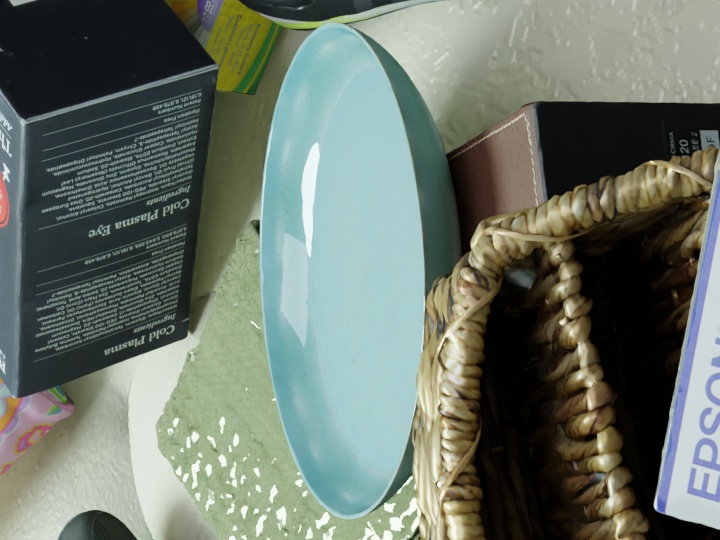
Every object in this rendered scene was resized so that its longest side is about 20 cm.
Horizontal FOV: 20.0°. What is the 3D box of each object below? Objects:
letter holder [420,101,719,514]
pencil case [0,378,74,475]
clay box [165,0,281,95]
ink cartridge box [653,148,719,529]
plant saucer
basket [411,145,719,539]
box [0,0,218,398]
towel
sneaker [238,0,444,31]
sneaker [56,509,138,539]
[{"bbox_3d":[0.088,0.051,0.785,0.142,0.100,0.202,153,114,-64],"label":"letter holder"},{"bbox_3d":[-0.250,0.111,1.109,0.200,0.087,0.087,-44,52,2],"label":"pencil case"},{"bbox_3d":[-0.071,-0.179,1.011,0.115,0.047,0.201,45,120,40],"label":"clay box"},{"bbox_3d":[0.189,-0.007,0.524,0.199,0.047,0.200,15,100,33],"label":"ink cartridge box"},{"bbox_3d":[0.000,0.000,0.839,0.200,0.027,0.202,178,90,-71],"label":"plant saucer"},{"bbox_3d":[0.097,0.071,0.624,0.149,0.141,0.202,141,118,-75],"label":"basket"},{"bbox_3d":[-0.168,-0.077,1.017,0.200,0.103,0.183,50,147,34],"label":"box"},{"bbox_3d":[-0.020,0.085,0.947,0.200,0.036,0.149,46,120,38],"label":"towel"},{"bbox_3d":[0.010,-0.150,0.890,0.199,0.082,0.072,-21,73,38],"label":"sneaker"},{"bbox_3d":[-0.075,0.182,0.987,0.079,0.075,0.200,-50,59,15],"label":"sneaker"}]
